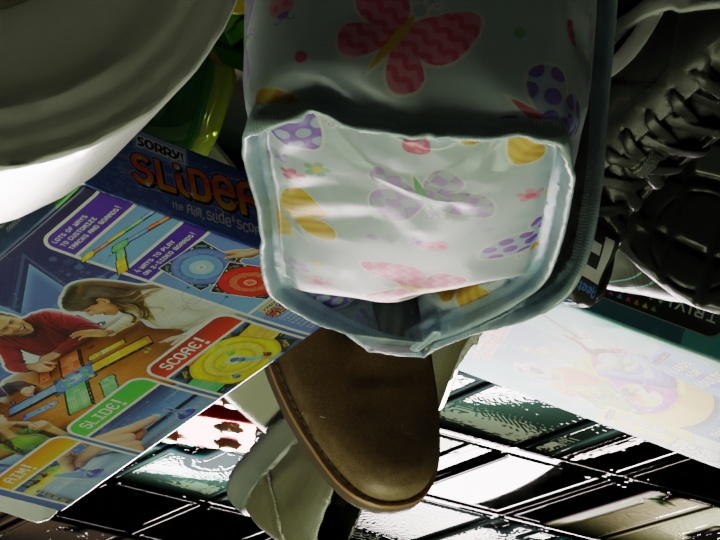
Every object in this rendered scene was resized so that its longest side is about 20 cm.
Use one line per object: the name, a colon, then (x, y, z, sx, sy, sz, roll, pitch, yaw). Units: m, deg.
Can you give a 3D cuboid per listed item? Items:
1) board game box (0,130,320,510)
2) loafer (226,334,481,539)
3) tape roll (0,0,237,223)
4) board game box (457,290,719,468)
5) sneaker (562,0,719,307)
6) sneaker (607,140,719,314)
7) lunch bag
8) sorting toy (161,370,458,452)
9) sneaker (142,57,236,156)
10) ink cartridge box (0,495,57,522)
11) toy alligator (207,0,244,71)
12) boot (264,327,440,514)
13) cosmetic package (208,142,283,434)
board game box: (-0.110, 0.022, 0.928, 0.135, 0.035, 0.200, 20, 138, -38)
loafer: (0.014, 0.070, 1.159, 0.075, 0.070, 0.200, -18, 154, -47)
tape roll: (-0.135, -0.114, 0.742, 0.202, 0.203, 0.071, 15, 160, -20)
board game box: (0.116, 0.029, 1.230, 0.199, 0.047, 0.151, 20, 160, -1)
sneaker: (0.112, -0.043, 0.984, 0.073, 0.112, 0.199, 22, 156, -38)
sneaker: (0.116, -0.027, 1.115, 0.199, 0.076, 0.079, 17, 171, -1)
lunch bag: (0.025, -0.079, 0.830, 0.126, 0.170, 0.200, 5, 158, 0)
sorting toy: (-0.043, 0.055, 1.389, 0.199, 0.070, 0.199, 9, 161, -2)
sneaker: (-0.116, -0.078, 1.032, 0.083, 0.074, 0.200, 16, 160, -33)
ink cartridge box: (-0.194, -0.003, 1.083, 0.144, 0.200, 0.084, 24, 119, -38)
toy alligator: (-0.027, -0.091, 0.938, 0.059, 0.054, 0.200, 28, 158, 53)
boot: (0.000, 0.000, 1.025, 0.073, 0.201, 0.075, -4, 164, -27)
cosmetic package: (-0.056, 0.011, 1.166, 0.073, 0.104, 0.200, -38, 164, 0)
